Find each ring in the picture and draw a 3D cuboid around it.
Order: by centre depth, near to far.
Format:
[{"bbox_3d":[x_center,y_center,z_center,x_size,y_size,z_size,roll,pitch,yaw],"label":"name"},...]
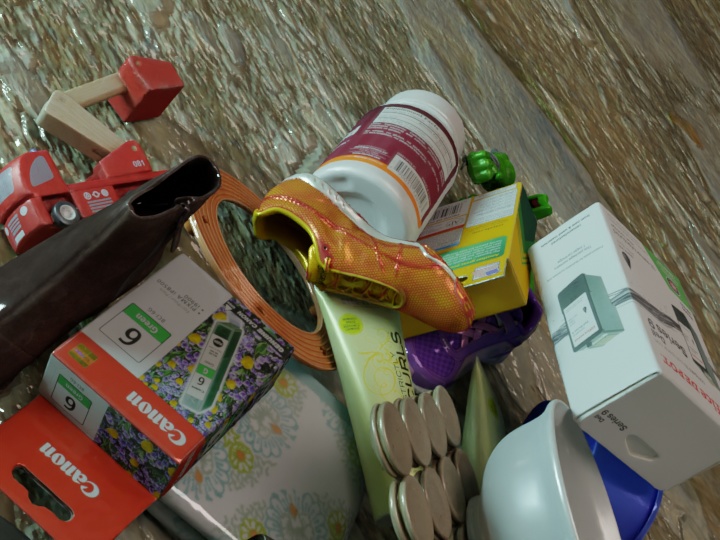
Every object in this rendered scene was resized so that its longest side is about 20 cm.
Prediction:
[{"bbox_3d":[-0.079,0.000,0.844,0.201,0.019,0.201,50,16,-20],"label":"ring"}]

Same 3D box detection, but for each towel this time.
[{"bbox_3d":[-0.082,0.135,0.764,0.200,0.048,0.171,43,41,-13],"label":"towel"}]

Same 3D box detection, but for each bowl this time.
[{"bbox_3d":[0.136,0.204,0.770,0.201,0.090,0.202,-19,90,-73],"label":"bowl"}]

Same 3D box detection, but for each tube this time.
[{"bbox_3d":[0.014,0.097,0.815,0.058,0.052,0.201,45,29,-57],"label":"tube"},{"bbox_3d":[0.109,0.178,0.903,0.052,0.058,0.201,18,50,-14],"label":"tube"}]

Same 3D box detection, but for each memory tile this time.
[{"bbox_3d":[0.055,0.163,0.742,0.200,0.017,0.154,9,63,-72],"label":"memory tile"}]

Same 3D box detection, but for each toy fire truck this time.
[{"bbox_3d":[-0.206,-0.094,0.808,0.200,0.049,0.142,-17,74,-50],"label":"toy fire truck"}]

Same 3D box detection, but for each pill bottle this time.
[{"bbox_3d":[0.028,-0.093,1.000,0.114,0.114,0.200,46,38,-9],"label":"pill bottle"}]

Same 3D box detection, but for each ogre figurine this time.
[{"bbox_3d":[0.155,-0.044,1.104,0.200,0.098,0.120,52,27,-12],"label":"ogre figurine"}]

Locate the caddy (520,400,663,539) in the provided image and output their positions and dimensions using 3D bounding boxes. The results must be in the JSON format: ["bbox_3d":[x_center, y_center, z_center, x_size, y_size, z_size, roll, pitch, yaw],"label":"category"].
[{"bbox_3d":[0.211,0.191,0.951,0.105,0.141,0.200,40,40,-12],"label":"caddy"}]

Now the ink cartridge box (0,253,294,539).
[{"bbox_3d":[-0.142,0.081,0.670,0.109,0.050,0.200,39,42,6],"label":"ink cartridge box"}]

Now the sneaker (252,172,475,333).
[{"bbox_3d":[0.000,0.000,0.834,0.199,0.073,0.077,30,55,16],"label":"sneaker"}]

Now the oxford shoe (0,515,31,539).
[{"bbox_3d":[-0.182,0.217,0.582,0.200,0.071,0.071,49,-5,15],"label":"oxford shoe"}]

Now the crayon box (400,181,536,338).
[{"bbox_3d":[0.091,-0.004,0.956,0.052,0.125,0.200,65,22,-20],"label":"crayon box"}]

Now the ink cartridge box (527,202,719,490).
[{"bbox_3d":[0.233,0.064,0.887,0.146,0.084,0.201,36,31,-33],"label":"ink cartridge box"}]

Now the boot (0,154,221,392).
[{"bbox_3d":[-0.190,0.000,0.653,0.072,0.166,0.200,52,37,-1],"label":"boot"}]

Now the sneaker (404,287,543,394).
[{"bbox_3d":[0.107,0.056,0.989,0.200,0.088,0.081,-17,76,-49],"label":"sneaker"}]

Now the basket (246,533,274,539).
[{"bbox_3d":[-0.022,0.274,0.650,0.200,0.136,0.181,40,63,-8],"label":"basket"}]
